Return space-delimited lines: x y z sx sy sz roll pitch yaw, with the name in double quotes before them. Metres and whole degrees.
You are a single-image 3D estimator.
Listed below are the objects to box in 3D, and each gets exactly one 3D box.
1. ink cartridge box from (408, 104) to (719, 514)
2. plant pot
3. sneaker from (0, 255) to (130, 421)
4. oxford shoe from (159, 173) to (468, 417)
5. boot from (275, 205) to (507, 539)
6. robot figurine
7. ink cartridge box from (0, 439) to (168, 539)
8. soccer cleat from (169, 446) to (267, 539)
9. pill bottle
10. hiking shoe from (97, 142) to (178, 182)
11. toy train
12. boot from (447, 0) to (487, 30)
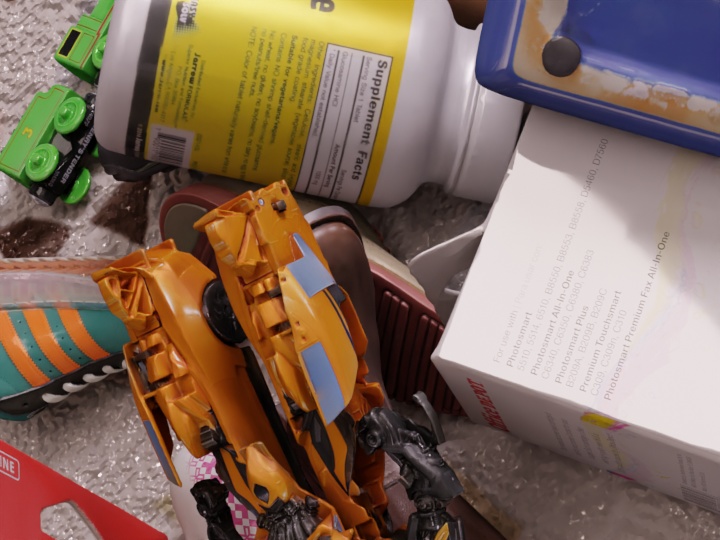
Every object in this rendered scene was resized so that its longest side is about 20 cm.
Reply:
"ink cartridge box" 0.127 0.020 0.948 0.198 0.129 0.126 20 78 15
"plant pot" 0.156 -0.153 0.908 0.198 0.180 0.202 17 116 10
"sneaker" -0.153 0.037 1.151 0.198 0.071 0.081 0 101 15
"oxford shoe" 0.000 0.000 1.084 0.199 0.071 0.075 32 42 17
"boot" 0.029 0.091 0.977 0.064 0.187 0.200 -26 51 -21
"robot figurine" -0.036 0.073 0.947 0.144 0.058 0.201 -26 87 39
"ink cartridge box" -0.114 0.174 0.986 0.044 0.200 0.178 -12 64 21
"soccer cleat" -0.048 0.162 1.025 0.086 0.070 0.200 -29 55 -21
"pill bottle" -0.023 -0.094 1.070 0.198 0.113 0.113 12 71 -4
"hiking shoe" -0.086 -0.141 1.157 0.201 0.101 0.076 -52 23 -9
"toy train" -0.136 -0.127 1.223 0.056 0.042 0.201 23 80 43
"boot" 0.144 -0.169 1.086 0.199 0.070 0.147 18 74 25
